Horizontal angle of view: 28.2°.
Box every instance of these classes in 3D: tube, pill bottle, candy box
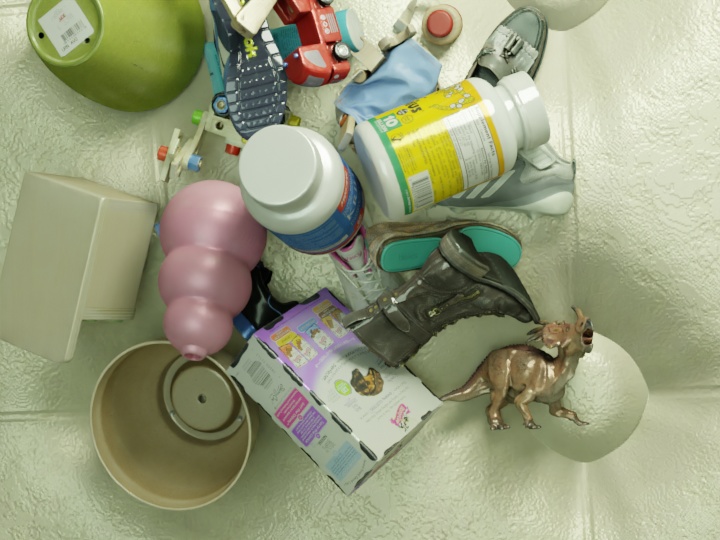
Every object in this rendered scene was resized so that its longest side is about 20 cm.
[{"bbox_3d":[-0.093,-0.255,1.686,0.198,0.050,0.078,-14,88,21],"label":"tube"},{"bbox_3d":[0.101,-0.142,1.563,0.198,0.113,0.114,-22,92,-6],"label":"pill bottle"},{"bbox_3d":[-0.065,-0.088,1.529,0.111,0.200,0.114,-2,81,10],"label":"pill bottle"},{"bbox_3d":[-0.027,0.134,1.638,0.200,0.167,0.072,44,123,10],"label":"candy box"}]

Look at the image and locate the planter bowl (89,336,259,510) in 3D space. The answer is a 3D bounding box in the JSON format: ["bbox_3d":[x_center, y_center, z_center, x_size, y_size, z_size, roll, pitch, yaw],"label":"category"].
[{"bbox_3d":[-0.204,0.165,1.702,0.198,0.135,0.203,3,103,13],"label":"planter bowl"}]

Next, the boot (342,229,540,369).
[{"bbox_3d":[0.093,0.050,1.636,0.174,0.070,0.199,-43,130,17],"label":"boot"}]

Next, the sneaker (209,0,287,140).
[{"bbox_3d":[-0.128,-0.242,1.638,0.073,0.082,0.203,-8,82,-10],"label":"sneaker"}]

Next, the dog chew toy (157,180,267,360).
[{"bbox_3d":[-0.172,0.003,1.610,0.123,0.125,0.202,2,65,10],"label":"dog chew toy"}]

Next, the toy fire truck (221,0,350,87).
[{"bbox_3d":[-0.100,-0.295,1.584,0.140,0.049,0.202,-13,84,-29],"label":"toy fire truck"}]

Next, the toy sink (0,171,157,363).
[{"bbox_3d":[-0.339,-0.002,1.708,0.129,0.112,0.202,17,97,30],"label":"toy sink"}]

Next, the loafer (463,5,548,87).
[{"bbox_3d":[0.150,-0.211,1.638,0.071,0.063,0.201,34,101,6],"label":"loafer"}]

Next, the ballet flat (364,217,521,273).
[{"bbox_3d":[0.093,-0.035,1.652,0.198,0.067,0.069,2,114,-29],"label":"ballet flat"}]

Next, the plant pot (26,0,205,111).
[{"bbox_3d":[-0.295,-0.276,1.636,0.185,0.200,0.190,1,96,12],"label":"plant pot"}]

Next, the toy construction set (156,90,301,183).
[{"bbox_3d":[-0.136,-0.136,1.682,0.198,0.092,0.133,13,104,-8],"label":"toy construction set"}]

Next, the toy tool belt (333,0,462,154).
[{"bbox_3d":[0.044,-0.218,1.626,0.124,0.123,0.201,38,101,4],"label":"toy tool belt"}]

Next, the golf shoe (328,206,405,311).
[{"bbox_3d":[0.000,0.000,1.675,0.075,0.092,0.202,-27,92,10],"label":"golf shoe"}]

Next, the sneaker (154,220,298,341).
[{"bbox_3d":[-0.159,0.000,1.720,0.078,0.070,0.200,-42,88,-2],"label":"sneaker"}]

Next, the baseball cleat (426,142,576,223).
[{"bbox_3d":[0.148,-0.114,1.647,0.197,0.070,0.108,5,105,-1],"label":"baseball cleat"}]

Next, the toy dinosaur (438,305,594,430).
[{"bbox_3d":[0.191,0.114,1.663,0.198,0.086,0.137,-5,85,28],"label":"toy dinosaur"}]
